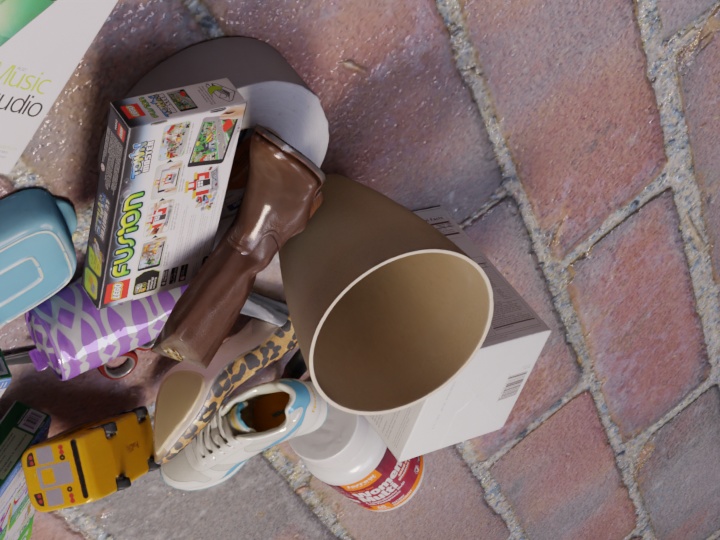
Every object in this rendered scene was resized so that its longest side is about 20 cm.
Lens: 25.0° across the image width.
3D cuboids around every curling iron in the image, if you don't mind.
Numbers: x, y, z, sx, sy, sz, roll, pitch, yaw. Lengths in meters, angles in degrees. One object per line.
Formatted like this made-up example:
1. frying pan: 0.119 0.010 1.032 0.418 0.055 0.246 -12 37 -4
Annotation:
1. curling iron: -0.060 0.107 1.739 0.049 0.026 0.200 16 148 -3

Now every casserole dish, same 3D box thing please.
1. casserole dish: -0.324 0.010 1.386 0.199 0.039 0.121 -31 147 -12

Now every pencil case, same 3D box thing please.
1. pencil case: -0.209 0.029 1.494 0.199 0.084 0.085 -24 178 -22

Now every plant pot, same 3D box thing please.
1. plant pot: 0.000 0.000 1.540 0.186 0.200 0.188 -15 132 -18

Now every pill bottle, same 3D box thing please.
1. pill bottle: -0.006 0.205 1.889 0.109 0.110 0.200 -41 149 3

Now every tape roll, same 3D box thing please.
1. tape roll: -0.127 -0.104 1.422 0.199 0.066 0.201 -26 146 -19

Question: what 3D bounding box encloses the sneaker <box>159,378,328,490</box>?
1. sneaker: -0.135 0.168 1.711 0.199 0.077 0.081 -30 159 15

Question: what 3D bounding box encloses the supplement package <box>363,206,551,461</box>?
1. supplement package: 0.063 0.062 1.696 0.150 0.200 0.152 -13 139 -36

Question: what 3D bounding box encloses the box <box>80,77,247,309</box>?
1. box: -0.165 -0.061 1.340 0.109 0.035 0.201 -16 141 -33

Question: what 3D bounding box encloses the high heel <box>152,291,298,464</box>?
1. high heel: -0.128 0.118 1.657 0.142 0.071 0.201 24 92 -50

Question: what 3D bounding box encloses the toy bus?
1. toy bus: -0.256 0.182 1.579 0.078 0.066 0.200 -14 -179 9

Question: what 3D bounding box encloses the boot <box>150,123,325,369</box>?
1. boot: -0.111 -0.011 1.364 0.200 0.064 0.187 -52 162 -10

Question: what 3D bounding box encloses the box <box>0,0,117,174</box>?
1. box: -0.277 -0.167 1.215 0.144 0.036 0.200 9 123 -51

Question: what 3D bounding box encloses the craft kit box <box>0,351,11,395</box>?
1. craft kit box: -0.423 0.142 1.390 0.199 0.049 0.198 -9 149 -39

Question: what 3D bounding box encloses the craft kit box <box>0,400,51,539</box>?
1. craft kit box: -0.366 0.257 1.539 0.200 0.048 0.198 -61 170 -48

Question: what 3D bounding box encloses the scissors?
1. scissors: -0.274 0.071 1.540 0.199 0.014 0.073 10 126 -50
